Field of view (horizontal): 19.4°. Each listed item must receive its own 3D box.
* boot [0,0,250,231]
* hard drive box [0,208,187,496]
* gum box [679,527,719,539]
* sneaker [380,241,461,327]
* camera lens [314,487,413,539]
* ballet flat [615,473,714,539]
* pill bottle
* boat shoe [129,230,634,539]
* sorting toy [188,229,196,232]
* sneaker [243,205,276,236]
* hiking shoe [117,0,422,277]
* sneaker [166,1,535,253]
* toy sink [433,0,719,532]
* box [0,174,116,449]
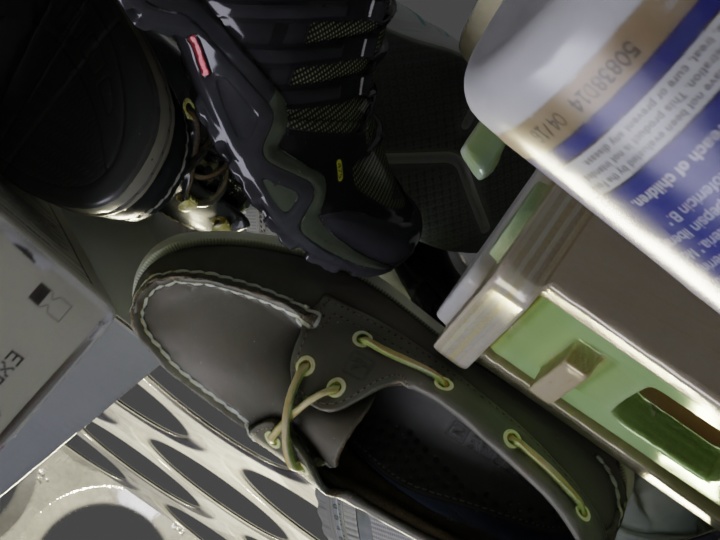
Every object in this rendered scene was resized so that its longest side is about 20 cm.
[{"bbox_3d":[-0.081,-0.056,0.791,0.154,0.074,0.203,31,-175,-41],"label":"boot"},{"bbox_3d":[-0.167,0.024,0.916,0.077,0.200,0.156,39,-153,-24],"label":"hard drive box"},{"bbox_3d":[0.119,0.166,0.817,0.045,0.169,0.200,60,144,29],"label":"gum box"},{"bbox_3d":[0.000,0.000,0.854,0.074,0.079,0.201,7,-129,-45],"label":"sneaker"},{"bbox_3d":[0.085,0.106,0.973,0.160,0.160,0.200,42,165,-24],"label":"camera lens"},{"bbox_3d":[0.144,0.083,0.846,0.199,0.070,0.069,4,177,-22],"label":"ballet flat"},{"bbox_3d":[0.134,-0.027,0.526,0.200,0.116,0.116,38,166,-7],"label":"pill bottle"},{"bbox_3d":[0.003,0.049,0.758,0.201,0.072,0.060,27,-153,3],"label":"boat shoe"},{"bbox_3d":[-0.157,-0.052,1.071,0.107,0.200,0.180,-29,116,25],"label":"sorting toy"},{"bbox_3d":[-0.056,-0.050,0.970,0.200,0.075,0.082,24,163,41],"label":"sneaker"},{"bbox_3d":[-0.013,-0.082,0.702,0.200,0.100,0.076,56,-173,-36],"label":"hiking shoe"},{"bbox_3d":[-0.006,-0.083,0.803,0.200,0.070,0.080,39,-171,-26],"label":"sneaker"},{"bbox_3d":[0.098,-0.003,0.695,0.200,0.112,0.130,36,165,1],"label":"toy sink"},{"bbox_3d":[-0.183,-0.014,0.748,0.128,0.109,0.200,41,-178,-25],"label":"box"}]
